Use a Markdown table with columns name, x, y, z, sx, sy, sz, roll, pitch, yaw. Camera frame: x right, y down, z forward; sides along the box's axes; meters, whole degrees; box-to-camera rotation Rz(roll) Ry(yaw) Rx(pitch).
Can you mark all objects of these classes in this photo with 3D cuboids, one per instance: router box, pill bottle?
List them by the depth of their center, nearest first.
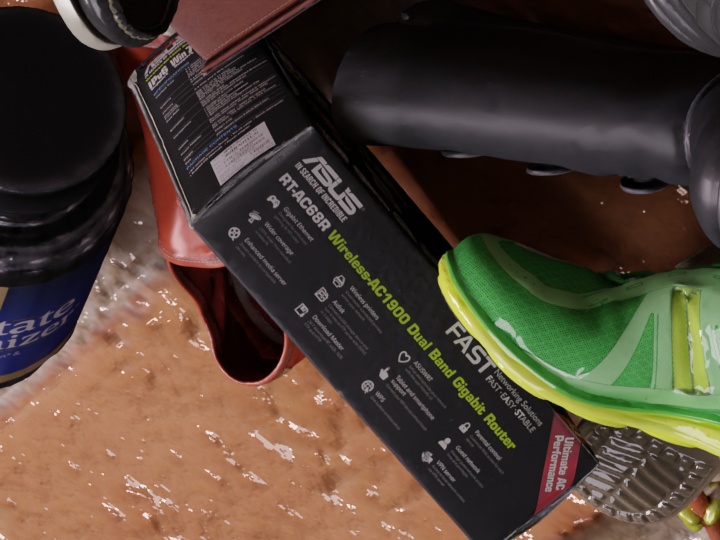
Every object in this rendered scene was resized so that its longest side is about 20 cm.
| name | x | y | z | sx | sy | sz | roll | pitch | yaw |
| --- | --- | --- | --- | --- | --- | --- | --- | --- | --- |
| router box | 0.000 | 0.000 | 1.181 | 0.200 | 0.062 | 0.150 | 49 | -175 | -28 |
| pill bottle | -0.160 | -0.031 | 1.285 | 0.112 | 0.112 | 0.200 | 32 | 153 | 0 |

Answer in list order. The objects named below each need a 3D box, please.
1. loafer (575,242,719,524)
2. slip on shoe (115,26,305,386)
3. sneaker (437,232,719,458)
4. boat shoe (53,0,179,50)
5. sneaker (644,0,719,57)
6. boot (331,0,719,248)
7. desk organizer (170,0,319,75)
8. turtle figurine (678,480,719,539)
| name | x | y | z | sx | sy | sz | roll | pitch | yaw |
| --- | --- | --- | --- | --- | --- | --- | --- | --- | --- |
| loafer | 0.148 | 0.021 | 1.169 | 0.076 | 0.068 | 0.200 | 34 | 130 | -14 |
| slip on shoe | -0.059 | -0.030 | 1.270 | 0.074 | 0.061 | 0.200 | 10 | 137 | 31 |
| sneaker | 0.126 | 0.023 | 1.096 | 0.200 | 0.074 | 0.084 | 21 | 107 | 2 |
| boat shoe | -0.070 | -0.173 | 1.013 | 0.068 | 0.072 | 0.200 | 12 | 100 | 32 |
| sneaker | 0.104 | -0.148 | 0.987 | 0.200 | 0.071 | 0.099 | 62 | 169 | -8 |
| boot | 0.079 | -0.054 | 1.059 | 0.200 | 0.165 | 0.066 | 15 | 103 | 25 |
| desk organizer | -0.015 | -0.152 | 1.076 | 0.077 | 0.072 | 0.200 | 45 | 144 | -14 |
| turtle figurine | 0.206 | 0.116 | 1.238 | 0.200 | 0.064 | 0.162 | -4 | 119 | 45 |
